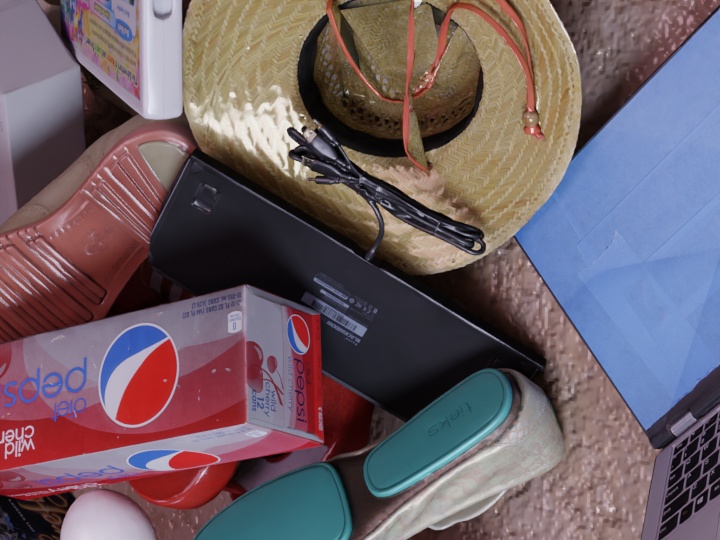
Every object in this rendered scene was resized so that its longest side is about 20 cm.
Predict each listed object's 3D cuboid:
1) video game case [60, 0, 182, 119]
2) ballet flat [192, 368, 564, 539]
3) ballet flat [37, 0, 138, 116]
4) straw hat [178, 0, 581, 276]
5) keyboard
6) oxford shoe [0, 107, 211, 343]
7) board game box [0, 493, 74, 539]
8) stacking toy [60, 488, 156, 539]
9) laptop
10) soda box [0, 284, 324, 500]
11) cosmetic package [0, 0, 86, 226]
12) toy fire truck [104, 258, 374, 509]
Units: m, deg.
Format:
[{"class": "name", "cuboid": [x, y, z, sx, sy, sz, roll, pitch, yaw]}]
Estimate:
[{"class": "video game case", "cuboid": [-0.123, -0.185, 0.954, 0.200, 0.024, 0.183, -141, 49, -64]}, {"class": "ballet flat", "cuboid": [0.010, 0.117, 0.918, 0.199, 0.062, 0.068, -29, 41, 17]}, {"class": "ballet flat", "cuboid": [-0.172, -0.168, 1.123, 0.200, 0.069, 0.070, 53, 128, 29]}, {"class": "straw hat", "cuboid": [0.020, -0.100, 0.908, 0.200, 0.085, 0.202, 11, 126, 15]}, {"class": "keyboard", "cuboid": [0.000, 0.000, 0.916, 0.199, 0.021, 0.127, 31, 127, -2]}, {"class": "oxford shoe", "cuboid": [-0.144, -0.018, 0.996, 0.199, 0.074, 0.071, -33, 112, 24]}, {"class": "board game box", "cuboid": [-0.194, 0.202, 1.133, 0.200, 0.135, 0.035, 43, 122, 34]}, {"class": "stacking toy", "cuboid": [-0.111, 0.204, 1.000, 0.146, 0.146, 0.201, -1, 117, 46]}, {"class": "laptop", "cuboid": [0.139, 0.015, 0.783, 0.116, 0.200, 0.187, 35, 129, -10]}, {"class": "soda box", "cuboid": [-0.115, 0.064, 0.932, 0.199, 0.063, 0.071, -13, 70, 33]}, {"class": "cosmetic package", "cuboid": [-0.197, -0.073, 1.107, 0.083, 0.050, 0.201, 53, 156, 27]}, {"class": "toy fire truck", "cuboid": [-0.066, 0.034, 1.015, 0.200, 0.112, 0.169, 36, 100, 37]}]
